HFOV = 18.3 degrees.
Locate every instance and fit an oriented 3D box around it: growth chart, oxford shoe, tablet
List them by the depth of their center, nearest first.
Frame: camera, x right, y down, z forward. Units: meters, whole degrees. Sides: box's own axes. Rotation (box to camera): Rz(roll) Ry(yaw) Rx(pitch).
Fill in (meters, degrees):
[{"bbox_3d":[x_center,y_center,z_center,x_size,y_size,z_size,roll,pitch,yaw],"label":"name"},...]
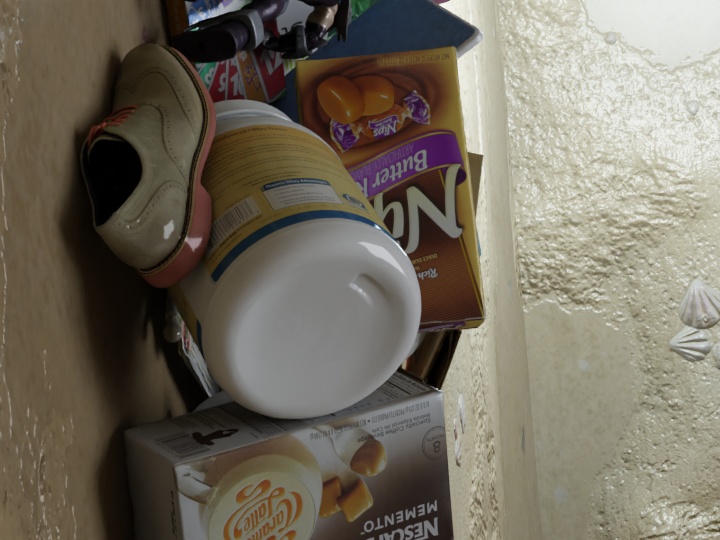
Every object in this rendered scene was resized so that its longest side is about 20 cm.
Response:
[{"bbox_3d":[-0.139,-0.084,1.419,0.075,0.070,0.200,36,30,-37],"label":"oxford shoe"},{"bbox_3d":[-0.105,0.043,1.627,0.200,0.018,0.145,63,20,-51],"label":"growth chart"},{"bbox_3d":[-0.013,-0.136,1.680,0.130,0.200,0.014,40,-13,53],"label":"tablet"}]

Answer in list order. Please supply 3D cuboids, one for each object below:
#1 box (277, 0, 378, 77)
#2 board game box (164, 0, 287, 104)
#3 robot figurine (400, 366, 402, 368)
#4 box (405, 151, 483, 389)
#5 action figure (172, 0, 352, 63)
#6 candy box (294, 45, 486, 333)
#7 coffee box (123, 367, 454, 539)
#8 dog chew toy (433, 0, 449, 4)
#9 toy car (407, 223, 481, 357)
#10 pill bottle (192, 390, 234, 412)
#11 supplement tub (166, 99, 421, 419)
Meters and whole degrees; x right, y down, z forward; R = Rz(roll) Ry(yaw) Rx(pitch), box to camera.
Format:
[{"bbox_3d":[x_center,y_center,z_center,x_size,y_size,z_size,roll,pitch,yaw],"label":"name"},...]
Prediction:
[{"bbox_3d":[-0.046,-0.163,1.755,0.036,0.144,0.200,36,-36,50],"label":"box"},{"bbox_3d":[-0.105,-0.211,1.639,0.096,0.030,0.200,-29,116,-45],"label":"board game box"},{"bbox_3d":[-0.023,0.045,1.844,0.117,0.144,0.200,-24,-118,56],"label":"robot figurine"},{"bbox_3d":[0.065,0.025,1.825,0.164,0.021,0.200,108,-6,-47],"label":"box"},{"bbox_3d":[-0.065,-0.211,1.619,0.200,0.069,0.130,-28,111,-50],"label":"action figure"},{"bbox_3d":[0.020,-0.053,1.590,0.056,0.117,0.200,114,-30,-82],"label":"candy box"},{"bbox_3d":[-0.045,0.143,1.464,0.080,0.200,0.114,24,-58,56],"label":"coffee box"},{"bbox_3d":[-0.002,-0.251,1.826,0.125,0.200,0.125,-3,90,-79],"label":"dog chew toy"},{"bbox_3d":[0.000,0.000,1.731,0.177,0.184,0.200,-102,179,-45],"label":"toy car"},{"bbox_3d":[-0.066,0.182,1.587,0.112,0.112,0.200,-80,162,-51],"label":"pill bottle"},{"bbox_3d":[-0.059,-0.012,1.461,0.200,0.145,0.145,-123,-164,-51],"label":"supplement tub"}]
